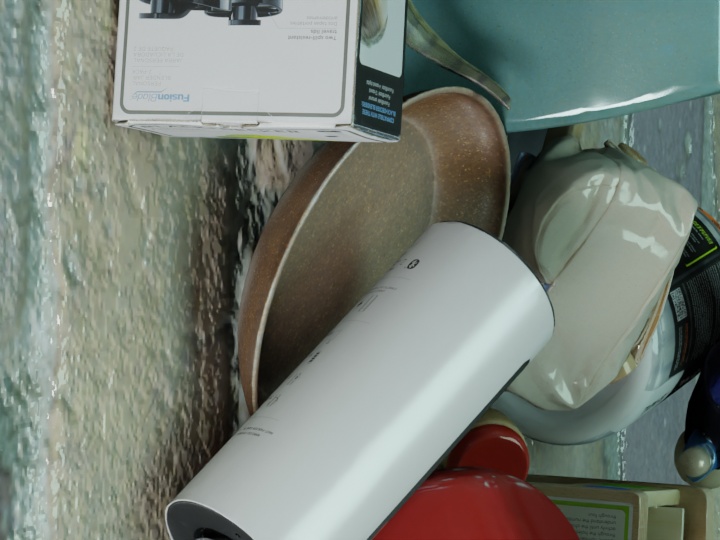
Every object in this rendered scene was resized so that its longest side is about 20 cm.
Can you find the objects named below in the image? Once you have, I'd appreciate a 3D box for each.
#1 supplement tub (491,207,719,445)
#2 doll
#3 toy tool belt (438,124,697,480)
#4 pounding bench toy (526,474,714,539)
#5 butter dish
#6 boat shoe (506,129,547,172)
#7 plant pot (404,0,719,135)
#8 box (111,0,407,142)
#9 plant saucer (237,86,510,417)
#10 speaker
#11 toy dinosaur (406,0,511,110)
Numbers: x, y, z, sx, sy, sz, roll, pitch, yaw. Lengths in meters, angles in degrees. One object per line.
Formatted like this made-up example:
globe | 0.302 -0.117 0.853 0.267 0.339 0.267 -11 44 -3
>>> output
supplement tub | 0.145 0.021 1.694 0.200 0.122 0.123 -24 114 -63
doll | 0.216 0.065 1.677 0.137 0.048 0.200 -60 174 -34
toy tool belt | 0.087 0.015 1.554 0.124 0.123 0.201 24 103 -28
pounding bench toy | 0.153 0.182 1.629 0.156 0.199 0.125 7 86 -65
butter dish | 0.032 0.151 1.418 0.199 0.199 0.149 37 36 -62
boat shoe | 0.113 -0.123 1.597 0.072 0.063 0.201 -14 135 -43
plant pot | 0.100 -0.140 1.481 0.141 0.199 0.142 -16 107 -64
box | -0.040 -0.157 1.270 0.060 0.116 0.202 11 80 -68
plant saucer | 0.000 0.000 1.407 0.200 0.037 0.201 -40 144 -38
speaker | 0.000 0.069 1.346 0.200 0.081 0.082 -46 137 -29
toy dinosaur | -0.002 -0.158 1.385 0.200 0.047 0.088 36 42 -22
